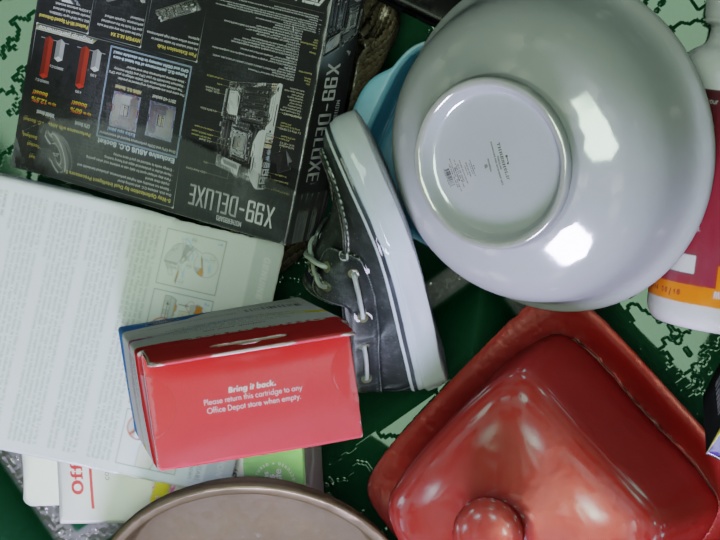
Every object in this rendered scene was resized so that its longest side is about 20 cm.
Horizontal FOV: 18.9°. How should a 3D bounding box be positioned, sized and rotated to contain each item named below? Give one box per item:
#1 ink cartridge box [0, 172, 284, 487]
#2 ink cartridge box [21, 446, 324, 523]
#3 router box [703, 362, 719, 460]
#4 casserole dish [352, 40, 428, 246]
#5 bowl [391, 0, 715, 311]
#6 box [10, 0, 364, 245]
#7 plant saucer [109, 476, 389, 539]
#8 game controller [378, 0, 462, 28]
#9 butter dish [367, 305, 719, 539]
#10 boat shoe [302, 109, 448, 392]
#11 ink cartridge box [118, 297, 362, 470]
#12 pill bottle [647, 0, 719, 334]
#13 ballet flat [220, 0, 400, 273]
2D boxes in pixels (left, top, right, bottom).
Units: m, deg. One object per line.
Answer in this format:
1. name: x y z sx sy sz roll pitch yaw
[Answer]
1. ink cartridge box: -0.160 0.037 1.314 0.199 0.047 0.161 13 92 -9
2. ink cartridge box: -0.128 0.097 1.357 0.198 0.067 0.118 -3 94 9
3. router box: 0.276 0.101 1.232 0.156 0.200 0.052 27 99 4
4. casserole dish: 0.089 -0.061 1.326 0.199 0.039 0.122 27 100 6
5. bowl: 0.093 -0.067 1.228 0.200 0.090 0.203 6 103 29
6. box: -0.107 -0.117 1.317 0.199 0.050 0.159 15 103 21
7. plant saucer: -0.065 0.198 1.335 0.198 0.030 0.201 1 127 2
8. game controller: 0.037 -0.206 1.311 0.199 0.042 0.105 26 83 5
9. butter dish: 0.099 0.144 1.267 0.200 0.148 0.200 48 111 14
10. boat shoe: 0.000 0.000 1.291 0.070 0.072 0.201 -16 123 2
11. ink cartridge box: -0.068 0.062 1.202 0.115 0.200 0.068 -9 95 -9
12. pill bottle: 0.233 -0.065 1.267 0.112 0.113 0.202 6 96 8
13. ballet flat: -0.033 -0.086 1.338 0.067 0.046 0.201 29 98 5
